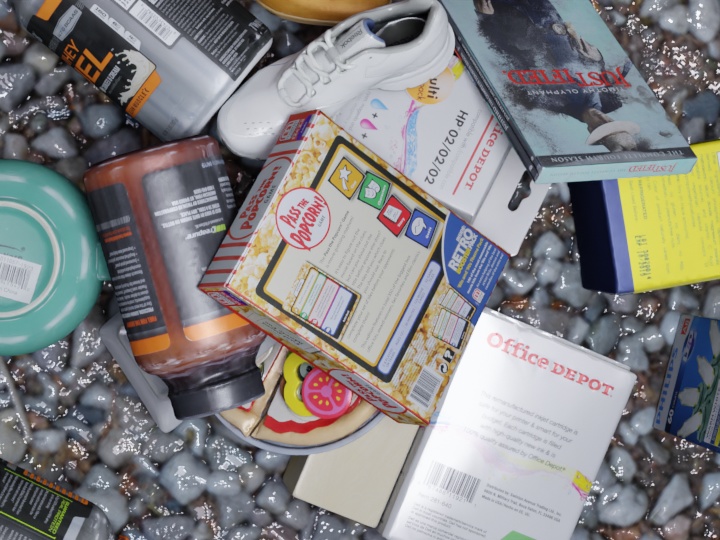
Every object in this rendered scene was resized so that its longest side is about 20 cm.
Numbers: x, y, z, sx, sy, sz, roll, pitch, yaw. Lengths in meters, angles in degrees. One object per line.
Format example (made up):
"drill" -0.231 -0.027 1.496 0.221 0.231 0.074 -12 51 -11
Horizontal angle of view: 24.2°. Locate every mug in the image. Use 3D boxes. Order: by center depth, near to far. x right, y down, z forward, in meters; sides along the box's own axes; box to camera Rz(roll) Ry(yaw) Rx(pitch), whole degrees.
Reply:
"mug" -0.258 -0.018 1.295 0.185 0.114 0.152 -31 95 -5

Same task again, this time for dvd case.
"dvd case" 0.156 -0.146 1.309 0.146 0.022 0.200 -5 51 -27

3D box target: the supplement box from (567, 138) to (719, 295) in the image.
"supplement box" 0.281 -0.050 1.367 0.200 0.110 0.109 -9 93 -6

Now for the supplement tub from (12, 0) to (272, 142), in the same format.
"supplement tub" -0.178 -0.198 1.296 0.200 0.123 0.123 40 87 -6

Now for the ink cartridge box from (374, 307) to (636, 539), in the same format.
"ink cartridge box" 0.114 0.143 1.363 0.145 0.084 0.200 23 89 -9

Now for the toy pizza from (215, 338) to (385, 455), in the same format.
"toy pizza" -0.049 0.044 1.321 0.200 0.032 0.201 -4 80 21

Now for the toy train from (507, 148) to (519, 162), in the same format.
"toy train" 0.102 -0.104 1.380 0.200 0.034 0.046 -20 91 -7

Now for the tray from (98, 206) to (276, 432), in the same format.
"tray" -0.112 0.026 1.318 0.200 0.022 0.107 -40 70 10

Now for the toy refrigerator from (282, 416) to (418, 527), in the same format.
"toy refrigerator" 0.012 0.097 1.359 0.076 0.070 0.200 22 91 -11

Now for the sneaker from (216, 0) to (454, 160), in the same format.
"sneaker" -0.022 -0.153 1.259 0.200 0.087 0.075 -31 76 -7

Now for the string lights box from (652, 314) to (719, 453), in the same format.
"string lights box" 0.300 0.095 1.328 0.059 0.200 0.103 14 89 -8

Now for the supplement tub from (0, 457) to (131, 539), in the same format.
"supplement tub" -0.280 0.212 1.296 0.200 0.123 0.123 28 88 -7

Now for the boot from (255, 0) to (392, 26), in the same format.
"boot" -0.065 -0.274 1.281 0.201 0.144 0.071 20 49 11

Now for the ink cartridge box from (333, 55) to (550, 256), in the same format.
"ink cartridge box" 0.059 -0.107 1.328 0.200 0.068 0.115 26 77 4

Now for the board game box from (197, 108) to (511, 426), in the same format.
"board game box" 0.000 0.000 1.237 0.200 0.046 0.152 36 71 -26

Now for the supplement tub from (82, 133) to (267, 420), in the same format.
"supplement tub" -0.131 0.007 1.247 0.107 0.107 0.200 -15 92 -7
